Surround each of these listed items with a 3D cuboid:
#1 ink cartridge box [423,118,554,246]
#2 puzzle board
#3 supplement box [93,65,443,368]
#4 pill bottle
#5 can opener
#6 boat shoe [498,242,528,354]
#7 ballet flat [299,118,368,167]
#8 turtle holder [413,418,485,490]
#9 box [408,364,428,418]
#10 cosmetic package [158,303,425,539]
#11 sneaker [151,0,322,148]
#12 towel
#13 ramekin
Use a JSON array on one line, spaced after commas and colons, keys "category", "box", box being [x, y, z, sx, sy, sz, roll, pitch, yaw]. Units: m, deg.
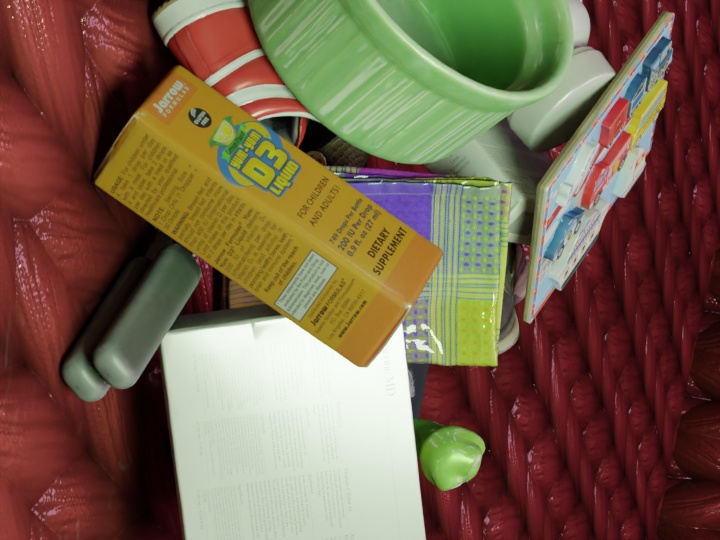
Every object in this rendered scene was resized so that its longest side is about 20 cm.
[{"category": "ink cartridge box", "box": [0.076, -0.104, 1.935, 0.050, 0.200, 0.161, -46, 160, 16]}, {"category": "puzzle board", "box": [0.175, -0.073, 1.893, 0.200, 0.017, 0.151, -52, 158, -34]}, {"category": "supplement box", "box": [-0.055, -0.032, 1.552, 0.069, 0.200, 0.067, -56, -178, 41]}, {"category": "pill bottle", "box": [0.095, -0.185, 1.897, 0.112, 0.200, 0.112, -33, 160, -13]}, {"category": "can opener", "box": [-0.132, -0.001, 1.599, 0.066, 0.053, 0.200, 48, 40, -23]}, {"category": "boat shoe", "box": [0.078, 0.008, 1.906, 0.200, 0.074, 0.073, -67, 146, -68]}, {"category": "ballet flat", "box": [-0.018, -0.118, 1.900, 0.046, 0.067, 0.200, 46, 46, -30]}, {"category": "turtle holder", "box": [-0.028, 0.125, 1.726, 0.141, 0.185, 0.132, -58, -169, 3]}, {"category": "box", "box": [-0.020, 0.085, 1.895, 0.148, 0.104, 0.200, 41, 58, -71]}, {"category": "cosmetic package", "box": [-0.041, 0.120, 1.630, 0.052, 0.150, 0.200, -127, -150, -77]}, {"category": "sneaker", "box": [-0.041, -0.124, 1.651, 0.200, 0.071, 0.113, -12, 72, -53]}, {"category": "towel", "box": [0.000, 0.000, 1.782, 0.023, 0.200, 0.144, -96, -171, -70]}, {"category": "ramekin", "box": [0.026, -0.163, 1.610, 0.098, 0.200, 0.200, -39, -168, 37]}]
